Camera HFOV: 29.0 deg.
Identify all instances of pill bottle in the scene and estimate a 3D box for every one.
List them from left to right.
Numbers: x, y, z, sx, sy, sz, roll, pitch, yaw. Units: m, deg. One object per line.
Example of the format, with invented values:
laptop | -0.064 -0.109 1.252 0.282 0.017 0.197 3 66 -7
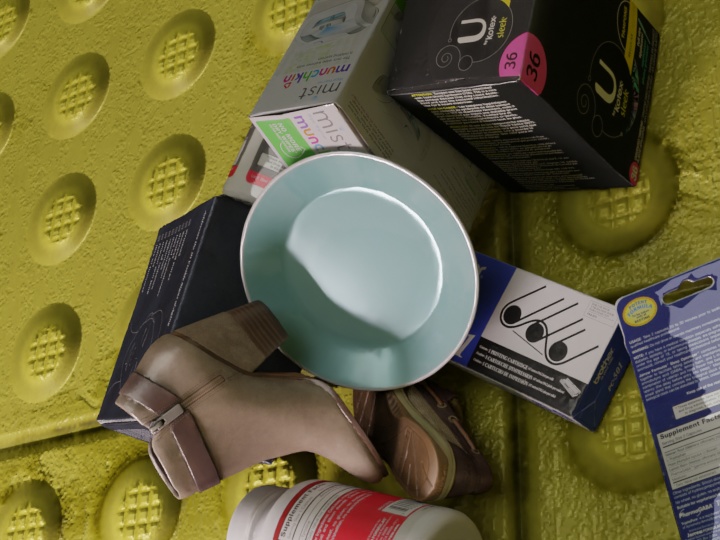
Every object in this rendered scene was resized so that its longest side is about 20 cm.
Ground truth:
pill bottle | -0.040 -0.137 1.297 0.110 0.111 0.201 19 82 41
pill bottle | -0.009 0.230 1.111 0.199 0.112 0.113 5 73 39

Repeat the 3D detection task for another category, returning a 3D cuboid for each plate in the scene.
plate | 0.000 0.000 1.104 0.199 0.026 0.202 7 112 17

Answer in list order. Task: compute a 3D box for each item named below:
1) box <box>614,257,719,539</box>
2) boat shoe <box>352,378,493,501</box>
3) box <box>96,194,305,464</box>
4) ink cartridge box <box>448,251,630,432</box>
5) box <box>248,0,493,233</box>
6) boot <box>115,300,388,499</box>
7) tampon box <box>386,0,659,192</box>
box | 0.265 0.094 1.005 0.121 0.032 0.201 -24 65 27
boat shoe | 0.050 0.126 1.149 0.200 0.071 0.073 -134 54 -61
box | -0.130 0.058 1.226 0.196 0.123 0.201 -18 53 69
ink cartridge box | 0.124 0.049 1.139 0.199 0.044 0.095 23 82 42
box | 0.027 -0.122 1.160 0.096 0.200 0.177 -3 48 38
boot | -0.090 0.127 1.093 0.146 0.200 0.070 -39 2 -19
tampon box | 0.137 -0.170 1.127 0.126 0.200 0.151 -1 69 37
